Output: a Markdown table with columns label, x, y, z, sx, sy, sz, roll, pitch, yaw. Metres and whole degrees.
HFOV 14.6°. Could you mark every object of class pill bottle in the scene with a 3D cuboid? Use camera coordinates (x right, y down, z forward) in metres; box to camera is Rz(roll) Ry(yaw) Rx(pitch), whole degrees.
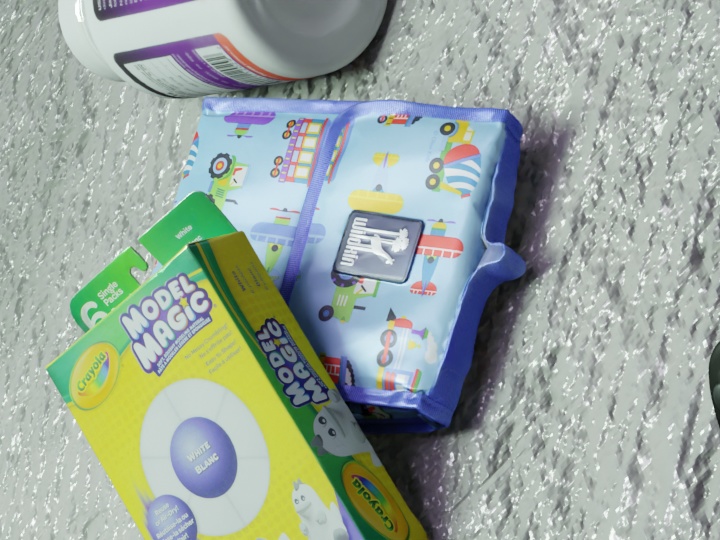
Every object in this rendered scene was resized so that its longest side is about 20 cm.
| label | x | y | z | sx | sy | sz | roll | pitch | yaw |
| --- | --- | --- | --- | --- | --- | --- | --- | --- | --- |
| pill bottle | -0.083 | -0.153 | 1.546 | 0.200 | 0.111 | 0.112 | -3 | 65 | 55 |

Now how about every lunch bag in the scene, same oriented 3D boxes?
| label | x | y | z | sx | sy | sz | roll | pitch | yaw |
| --- | --- | --- | --- | --- | --- | --- | --- | --- | --- |
| lunch bag | 0.000 | 0.000 | 1.354 | 0.200 | 0.094 | 0.151 | 1 | 68 | 43 |

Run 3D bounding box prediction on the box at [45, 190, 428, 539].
| label | x | y | z | sx | sy | sz | roll | pitch | yaw |
| --- | --- | --- | --- | --- | --- | --- | --- | --- | --- |
| box | -0.065 | 0.074 | 1.308 | 0.117 | 0.048 | 0.200 | -40 | 75 | 34 |

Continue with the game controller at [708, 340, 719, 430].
| label | x | y | z | sx | sy | sz | roll | pitch | yaw |
| --- | --- | --- | --- | --- | --- | --- | --- | --- | --- |
| game controller | 0.203 | 0.067 | 0.987 | 0.200 | 0.042 | 0.105 | -3 | 98 | 54 |
